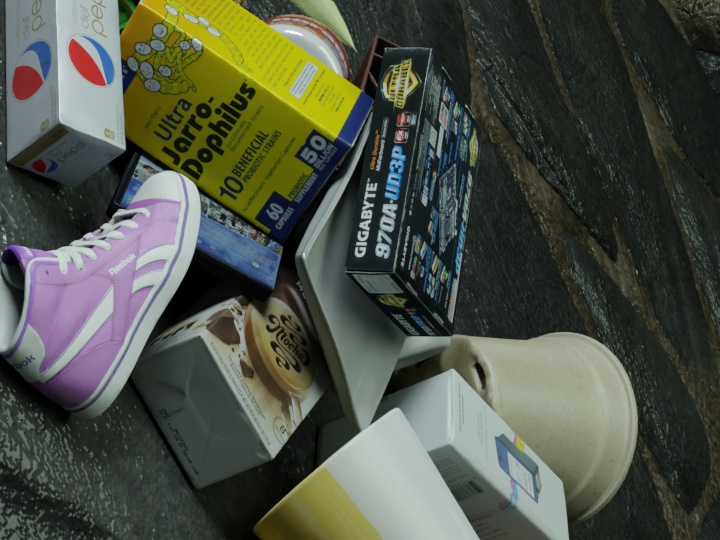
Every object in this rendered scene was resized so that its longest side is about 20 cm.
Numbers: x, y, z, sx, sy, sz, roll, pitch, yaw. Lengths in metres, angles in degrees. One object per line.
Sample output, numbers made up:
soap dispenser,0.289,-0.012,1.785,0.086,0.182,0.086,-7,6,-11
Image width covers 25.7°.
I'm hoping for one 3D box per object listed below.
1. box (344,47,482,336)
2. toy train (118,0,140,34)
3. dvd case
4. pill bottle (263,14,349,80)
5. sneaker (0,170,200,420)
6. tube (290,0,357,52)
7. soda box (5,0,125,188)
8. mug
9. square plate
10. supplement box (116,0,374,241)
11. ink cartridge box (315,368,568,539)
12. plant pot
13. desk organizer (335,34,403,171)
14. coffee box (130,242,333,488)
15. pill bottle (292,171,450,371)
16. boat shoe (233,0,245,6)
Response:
box,0.049,-0.063,1.320,0.159,0.046,0.201,46,50,-61
toy train,-0.191,-0.222,1.342,0.200,0.056,0.042,56,20,-22
dvd case,-0.124,-0.063,1.292,0.142,0.018,0.200,29,29,-12
pill bottle,-0.066,-0.176,1.442,0.112,0.112,0.200,61,8,-11
sneaker,-0.189,-0.009,1.113,0.114,0.073,0.201,41,54,-32
tube,-0.069,-0.286,1.479,0.200,0.052,0.058,47,47,-41
soda box,-0.228,-0.169,1.209,0.064,0.068,0.201,22,50,-43
mug,0.006,0.225,1.238,0.153,0.186,0.149,50,6,7
square plate,0.000,0.000,1.304,0.198,0.028,0.200,-66,149,-44
supplement box,-0.106,-0.137,1.284,0.200,0.109,0.110,34,28,-6
ink cartridge box,0.075,0.195,1.403,0.200,0.145,0.088,46,32,-34
plant pot,0.137,0.144,1.542,0.183,0.200,0.201,16,55,-44
desk organizer,0.021,-0.147,1.455,0.072,0.077,0.200,24,22,-6
coffee box,-0.090,0.071,1.267,0.113,0.080,0.200,61,27,-11
pill bottle,0.001,-0.006,1.468,0.111,0.111,0.201,-1,70,-62
boat shoe,-0.142,-0.269,1.470,0.200,0.074,0.067,2,80,-60
